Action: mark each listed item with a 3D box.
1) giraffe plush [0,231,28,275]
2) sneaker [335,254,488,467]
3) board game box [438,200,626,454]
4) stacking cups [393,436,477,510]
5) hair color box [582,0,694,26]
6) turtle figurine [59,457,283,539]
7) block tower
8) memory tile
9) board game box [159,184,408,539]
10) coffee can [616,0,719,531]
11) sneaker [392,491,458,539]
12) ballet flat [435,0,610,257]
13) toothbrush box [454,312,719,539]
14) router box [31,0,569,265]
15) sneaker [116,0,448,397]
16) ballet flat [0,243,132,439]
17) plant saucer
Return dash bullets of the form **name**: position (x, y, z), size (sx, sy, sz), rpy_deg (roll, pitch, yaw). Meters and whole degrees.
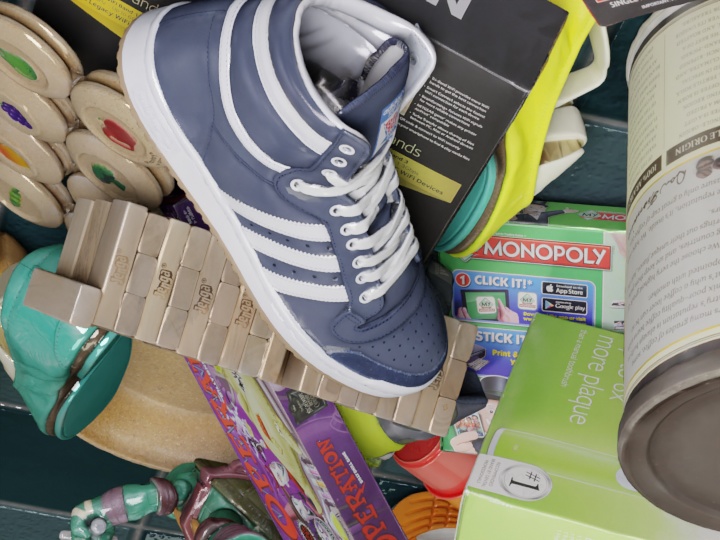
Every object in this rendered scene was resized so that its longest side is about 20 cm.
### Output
- **giraffe plush**: position (-0.287, 0.029, 1.099), size (0.162, 0.200, 0.173), rpy_deg (28, 171, 28)
- **sneaker**: position (0.000, 0.000, 1.035), size (0.081, 0.074, 0.200), rpy_deg (-18, 118, 10)
- **board game box**: position (0.138, 0.036, 1.057), size (0.200, 0.029, 0.135), rpy_deg (6, 116, 15)
- **stacking cups**: position (0.091, 0.133, 1.240), size (0.060, 0.061, 0.200), rpy_deg (-17, 146, 29)
- **hair color box**: position (0.094, -0.181, 0.790), size (0.101, 0.061, 0.200), rpy_deg (-13, 141, 27)
- **turtle figurine**: position (-0.084, 0.150, 1.182), size (0.150, 0.101, 0.200), rpy_deg (32, 178, -25)
- **block tower**: position (-0.040, 0.021, 0.941), size (0.200, 0.058, 0.054), rpy_deg (18, 177, -30)
- **memory tile**: position (-0.149, -0.064, 0.953), size (0.153, 0.017, 0.200), rpy_deg (34, 159, 4)
- **board game box**: position (-0.051, 0.051, 1.043), size (0.200, 0.032, 0.120), rpy_deg (62, 165, -11)
- **coffee can**: position (0.183, -0.008, 0.909), size (0.146, 0.200, 0.146), rpy_deg (4, 147, 3)
- **sneaker**: position (0.088, 0.198, 1.358), size (0.200, 0.076, 0.092), rpy_deg (26, 150, -16)
- **ballet flat**: position (0.072, -0.073, 0.959), size (0.067, 0.067, 0.200), rpy_deg (-10, 147, -14)
- **toothbrush box**: position (0.153, 0.113, 0.986), size (0.200, 0.146, 0.086), rpy_deg (16, 126, 10)
- **router box**: position (-0.035, -0.092, 0.900), size (0.200, 0.052, 0.157), rpy_deg (29, 144, -2)
- **sneaker**: position (-0.001, -0.029, 0.851), size (0.108, 0.070, 0.200), rpy_deg (-11, 126, 43)
- **ballet flat**: position (-0.149, 0.029, 1.066), size (0.070, 0.067, 0.200), rpy_deg (40, 162, 3)
- **plant saucer**: position (-0.080, 0.053, 1.186), size (0.200, 0.035, 0.200), rpy_deg (4, 147, 3)
